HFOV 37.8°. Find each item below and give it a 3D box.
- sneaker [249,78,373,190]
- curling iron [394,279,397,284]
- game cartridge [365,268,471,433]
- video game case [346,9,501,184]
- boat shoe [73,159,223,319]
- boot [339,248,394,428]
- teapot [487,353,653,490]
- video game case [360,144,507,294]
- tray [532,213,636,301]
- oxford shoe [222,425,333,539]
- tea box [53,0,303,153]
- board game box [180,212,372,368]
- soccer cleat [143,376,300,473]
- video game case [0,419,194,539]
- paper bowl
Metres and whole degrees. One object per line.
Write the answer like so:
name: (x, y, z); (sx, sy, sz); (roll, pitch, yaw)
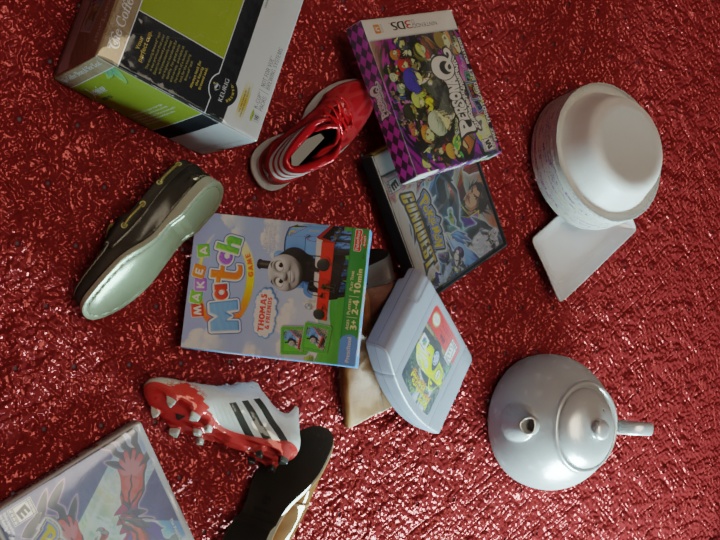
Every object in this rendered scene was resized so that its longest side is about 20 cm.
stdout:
sneaker: (-0.029, -0.163, 1.231); (0.200, 0.115, 0.079); (-47, 114, -26)
curling iron: (0.000, 0.000, 1.303); (0.198, 0.025, 0.050); (22, 80, -33)
game cartridge: (0.075, 0.111, 1.305); (0.134, 0.040, 0.201); (-58, 139, -24)
video game case: (0.083, -0.223, 1.323); (0.180, 0.036, 0.203); (-19, 88, -44)
boat shoe: (-0.234, -0.035, 1.121); (0.201, 0.060, 0.072); (-47, 158, -18)
boot: (-0.031, 0.094, 1.269); (0.186, 0.068, 0.204); (-23, 117, -34)
teapot: (0.282, 0.209, 1.427); (0.200, 0.145, 0.199); (-45, 113, -28)
video game case: (0.101, -0.087, 1.367); (0.180, 0.025, 0.203); (-32, 107, -37)
tray: (0.324, -0.053, 1.536); (0.199, 0.022, 0.109); (-39, 111, -30)
oxford shoe: (-0.091, 0.272, 1.222); (0.201, 0.071, 0.072); (-55, 145, -23)
tea box: (-0.187, -0.259, 1.112); (0.195, 0.133, 0.203); (26, 74, -32)
board game box: (-0.093, 0.021, 1.164); (0.196, 0.037, 0.154); (6, 85, 5)
soccer cleat: (-0.151, 0.154, 1.176); (0.198, 0.068, 0.086); (28, 49, -23)
video game case: (-0.270, 0.292, 1.109); (0.181, 0.023, 0.203); (-31, 106, -32)
paper bowl: (0.347, -0.166, 1.489); (0.197, 0.104, 0.205); (6, 77, -28)
